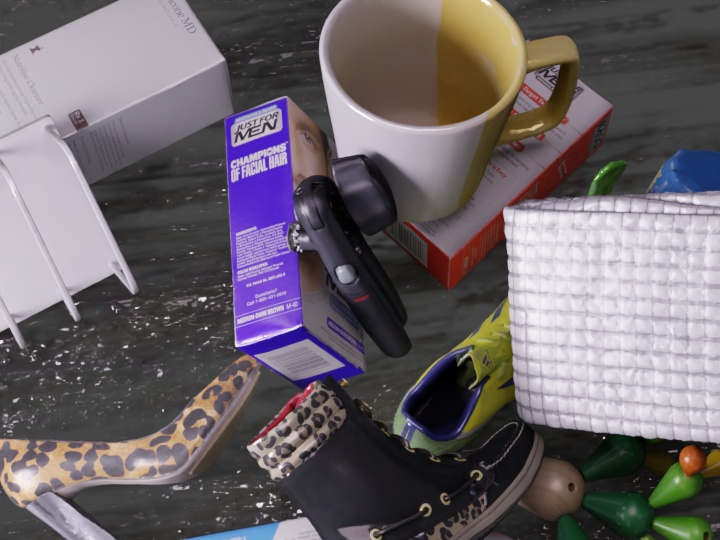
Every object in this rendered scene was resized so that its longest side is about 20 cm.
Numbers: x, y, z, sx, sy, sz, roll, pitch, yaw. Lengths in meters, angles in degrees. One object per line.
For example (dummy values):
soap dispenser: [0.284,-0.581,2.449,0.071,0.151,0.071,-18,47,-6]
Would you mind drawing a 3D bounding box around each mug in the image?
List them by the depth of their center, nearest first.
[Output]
mug: [0.059,-0.111,1.047,0.185,0.154,0.150,15,57,7]

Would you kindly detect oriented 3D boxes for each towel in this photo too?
towel: [0.204,0.027,0.975,0.198,0.085,0.168,1,97,31]

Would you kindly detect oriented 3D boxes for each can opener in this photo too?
can opener: [0.000,0.000,1.041,0.078,0.201,0.064,-8,46,16]

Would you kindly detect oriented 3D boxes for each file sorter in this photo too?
file sorter: [-0.289,-0.006,1.056,0.199,0.140,0.124,-28,21,-12]

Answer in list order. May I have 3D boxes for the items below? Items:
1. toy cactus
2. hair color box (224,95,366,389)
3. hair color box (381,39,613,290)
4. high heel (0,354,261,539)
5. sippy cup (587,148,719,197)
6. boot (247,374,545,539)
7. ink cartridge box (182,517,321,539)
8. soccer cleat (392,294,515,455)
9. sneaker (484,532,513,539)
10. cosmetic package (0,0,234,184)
toy cactus: [0.174,0.173,1.017,0.164,0.102,0.202,16,73,20]
hair color box: [-0.051,-0.021,1.094,0.064,0.109,0.202,-18,61,20]
hair color box: [0.107,-0.090,1.159,0.200,0.061,0.101,-42,69,-17]
high heel: [-0.177,0.112,1.054,0.142,0.071,0.201,36,78,11]
sippy cup: [0.254,-0.015,1.052,0.176,0.131,0.140,20,33,4]
boot: [0.029,0.125,0.959,0.154,0.073,0.203,51,52,-1]
ink cartridge box: [-0.040,0.281,0.961,0.144,0.085,0.202,-8,64,-5]
soccer cleat: [0.101,0.070,1.065,0.065,0.084,0.200,39,70,19]
sneaker: [0.109,0.274,0.958,0.075,0.092,0.202,-6,63,-2]
cosmetic package: [-0.219,-0.152,1.186,0.199,0.081,0.113,-31,64,-12]
